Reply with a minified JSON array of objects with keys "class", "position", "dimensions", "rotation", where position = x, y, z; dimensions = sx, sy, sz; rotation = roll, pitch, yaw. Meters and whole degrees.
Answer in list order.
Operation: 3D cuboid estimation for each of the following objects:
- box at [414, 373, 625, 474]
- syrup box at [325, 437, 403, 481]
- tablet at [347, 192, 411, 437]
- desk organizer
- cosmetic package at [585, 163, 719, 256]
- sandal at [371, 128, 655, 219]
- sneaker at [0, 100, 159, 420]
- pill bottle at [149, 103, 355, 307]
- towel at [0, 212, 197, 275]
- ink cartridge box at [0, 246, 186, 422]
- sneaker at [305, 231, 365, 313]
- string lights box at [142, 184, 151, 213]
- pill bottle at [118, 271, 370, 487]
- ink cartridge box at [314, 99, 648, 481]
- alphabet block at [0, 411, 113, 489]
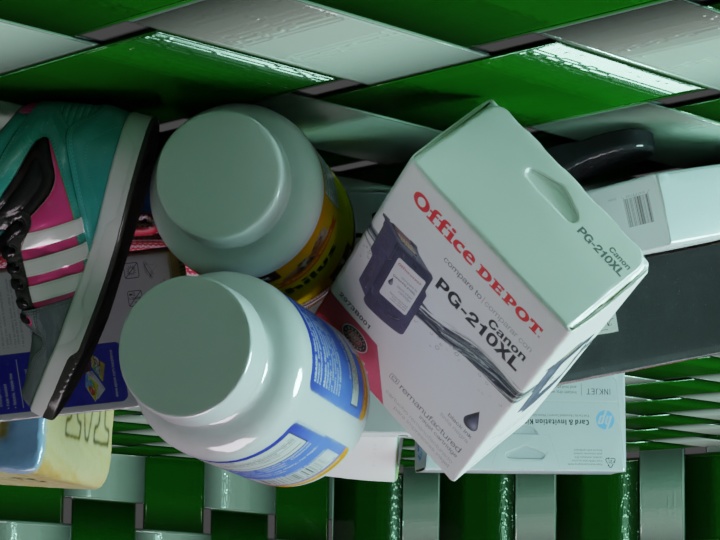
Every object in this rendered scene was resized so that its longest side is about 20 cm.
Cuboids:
[{"class":"box","position":[0.119,0.050,1.620],"dimensions":[0.154,0.202,0.041],"rotation":[1,170,-10]},{"class":"syrup box","position":[0.002,0.059,1.658],"dimensions":[0.081,0.201,0.079],"rotation":[6,133,4]},{"class":"tablet","position":[0.012,0.029,1.544],"dimensions":[0.129,0.202,0.014],"rotation":[1,147,-1]},{"class":"desk organizer","position":[0.206,0.024,1.453],"dimensions":[0.198,0.072,0.077],"rotation":[-11,180,7]},{"class":"cosmetic package","position":[0.195,-0.035,1.481],"dimensions":[0.150,0.052,0.199],"rotation":[-12,179,-34]},{"class":"sandal","position":[0.098,-0.067,1.436],"dimensions":[0.199,0.045,0.075],"rotation":[-20,169,22]},{"class":"sneaker","position":[-0.207,-0.017,1.339],"dimensions":[0.120,0.202,0.084],"rotation":[19,-169,2]},{"class":"pill bottle","position":[-0.068,-0.040,1.370],"dimensions":[0.108,0.110,0.200],"rotation":[-1,170,9]},{"class":"towel","position":[-0.177,-0.007,1.479],"dimensions":[0.143,0.023,0.200],"rotation":[-4,169,10]},{"class":"ink cartridge box","position":[-0.206,0.045,1.416],"dimensions":[0.198,0.101,0.039],"rotation":[-6,-174,12]},{"class":"sneaker","position":[0.000,0.000,1.500],"dimensions":[0.080,0.200,0.074],"rotation":[39,151,1]},{"class":"string lights box","position":[-0.202,-0.043,1.505],"dimensions":[0.102,0.060,0.200],"rotation":[-5,169,24]},{"class":"pill bottle","position":[-0.072,0.064,1.312],"dimensions":[0.111,0.113,0.200],"rotation":[-2,166,16]},{"class":"ink cartridge box","position":[0.070,0.015,1.356],"dimensions":[0.084,0.145,0.200],"rotation":[-35,166,-35]},{"class":"alphabet block","position":[-0.309,0.068,1.738],"dimensions":[0.193,0.198,0.200],"rotation":[4,171,10]}]
